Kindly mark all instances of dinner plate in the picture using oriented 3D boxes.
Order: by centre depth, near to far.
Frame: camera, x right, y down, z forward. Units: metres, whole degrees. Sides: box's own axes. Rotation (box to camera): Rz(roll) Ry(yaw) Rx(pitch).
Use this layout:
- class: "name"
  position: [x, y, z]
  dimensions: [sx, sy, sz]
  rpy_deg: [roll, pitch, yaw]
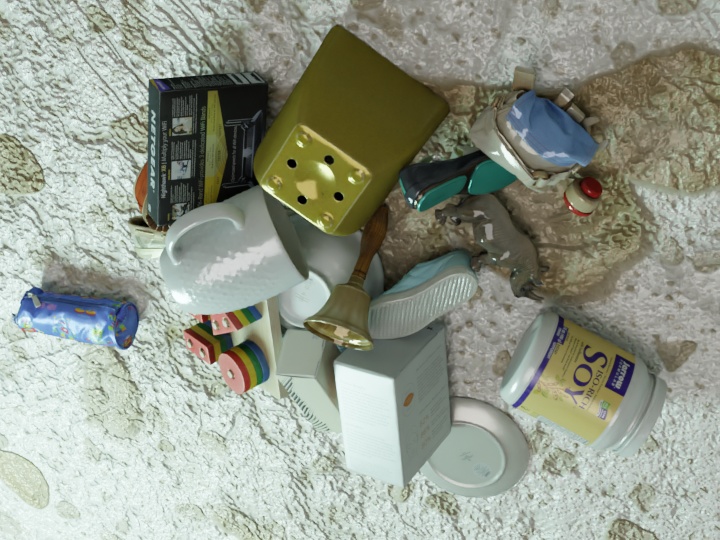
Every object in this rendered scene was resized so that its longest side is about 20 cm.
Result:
- class: "dinner plate"
  position: [0.167, 0.288, 1.815]
  dimensions: [0.199, 0.024, 0.201]
  rpy_deg: [9, 124, 14]

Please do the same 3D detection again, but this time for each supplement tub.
- class: "supplement tub"
  position: [0.313, 0.162, 1.611]
  dimensions: [0.199, 0.146, 0.146]
  rpy_deg: [28, 126, 1]

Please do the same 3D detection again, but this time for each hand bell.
- class: "hand bell"
  position: [0.000, 0.000, 1.606]
  dimensions: [0.104, 0.201, 0.104]
  rpy_deg: [18, 164, 5]

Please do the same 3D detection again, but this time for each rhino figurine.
- class: "rhino figurine"
  position: [0.196, -0.030, 1.586]
  dimensions: [0.087, 0.060, 0.200]
  rpy_deg: [-29, 109, 34]

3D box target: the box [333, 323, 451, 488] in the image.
- class: "box"
  position: [0.051, 0.191, 1.704]
  dimensions: [0.106, 0.152, 0.201]
  rpy_deg: [13, 124, 30]

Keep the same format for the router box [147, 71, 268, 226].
- class: "router box"
  position: [-0.213, -0.169, 1.585]
  dimensions: [0.156, 0.052, 0.201]
  rpy_deg: [-9, 122, -27]

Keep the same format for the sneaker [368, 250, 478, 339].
- class: "sneaker"
  position: [0.080, 0.033, 1.650]
  dimensions: [0.199, 0.082, 0.074]
  rpy_deg: [-23, 122, 18]

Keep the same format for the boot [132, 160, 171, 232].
- class: "boot"
  position: [-0.273, -0.166, 1.657]
  dimensions: [0.075, 0.107, 0.201]
  rpy_deg: [21, 103, -34]

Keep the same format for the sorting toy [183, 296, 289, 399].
- class: "sorting toy"
  position: [-0.203, 0.083, 1.730]
  dimensions: [0.198, 0.069, 0.201]
  rpy_deg: [28, 134, 43]

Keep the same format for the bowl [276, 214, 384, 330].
- class: "bowl"
  position: [-0.072, 0.023, 1.681]
  dimensions: [0.200, 0.090, 0.202]
  rpy_deg: [7, 117, 15]

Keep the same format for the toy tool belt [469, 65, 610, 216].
- class: "toy tool belt"
  position: [0.248, -0.164, 1.448]
  dimensions: [0.200, 0.125, 0.123]
  rpy_deg: [36, 134, -5]

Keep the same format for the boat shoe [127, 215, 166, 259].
- class: "boat shoe"
  position: [-0.264, -0.063, 1.723]
  dimensions: [0.199, 0.072, 0.065]
  rpy_deg: [-4, 120, 28]

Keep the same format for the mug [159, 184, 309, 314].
- class: "mug"
  position: [-0.187, -0.028, 1.554]
  dimensions: [0.175, 0.148, 0.200]
  rpy_deg: [-24, 151, 7]

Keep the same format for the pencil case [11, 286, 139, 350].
- class: "pencil case"
  position: [-0.465, 0.075, 1.871]
  dimensions: [0.199, 0.078, 0.087]
  rpy_deg: [9, 146, 13]

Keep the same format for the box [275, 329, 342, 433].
- class: "box"
  position: [-0.058, 0.170, 1.725]
  dimensions: [0.068, 0.083, 0.200]
  rpy_deg: [2, 148, 20]

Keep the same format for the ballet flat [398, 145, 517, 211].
- class: "ballet flat"
  position: [0.127, -0.132, 1.494]
  dimensions: [0.073, 0.199, 0.073]
  rpy_deg: [26, 125, 44]

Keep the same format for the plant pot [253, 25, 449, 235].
- class: "plant pot"
  position: [-0.031, -0.160, 1.499]
  dimensions: [0.194, 0.200, 0.196]
  rpy_deg: [35, 126, -4]

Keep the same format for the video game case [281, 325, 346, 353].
- class: "video game case"
  position: [-0.091, 0.110, 1.799]
  dimensions: [0.199, 0.018, 0.144]
  rpy_deg: [3, 121, 18]
